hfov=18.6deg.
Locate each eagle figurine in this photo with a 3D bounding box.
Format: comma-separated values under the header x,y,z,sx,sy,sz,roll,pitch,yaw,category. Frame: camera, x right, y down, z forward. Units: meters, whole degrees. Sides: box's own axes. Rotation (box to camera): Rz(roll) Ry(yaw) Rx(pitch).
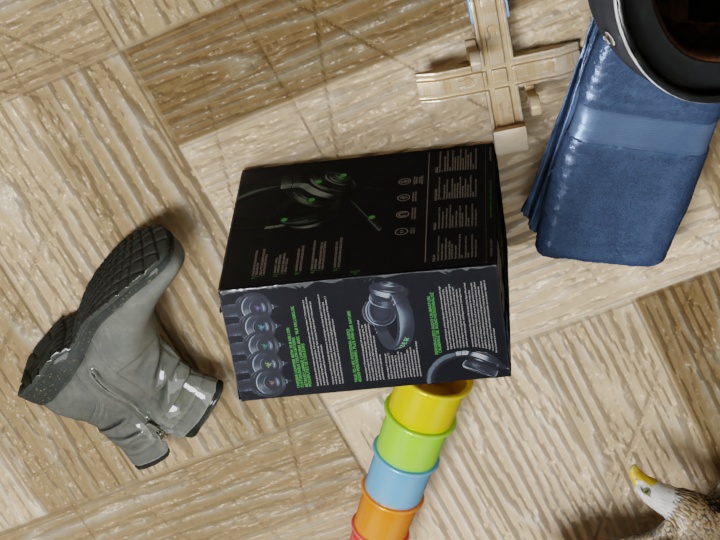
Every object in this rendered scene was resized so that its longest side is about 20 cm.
x,y,z,sx,sy,sz,roll,pitch,yaw,category
0.238,0.207,1.643,0.200,0.152,0.151,-47,73,9,eagle figurine

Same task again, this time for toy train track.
x,y,z,sx,sy,sz,roll,pitch,yaw,category
0.088,-0.166,1.474,0.114,0.033,0.201,-12,117,1,toy train track

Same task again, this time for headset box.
x,y,z,sx,sy,sz,roll,pitch,yaw,category
0.000,0.000,1.505,0.199,0.174,0.093,-6,120,5,headset box

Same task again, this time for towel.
x,y,z,sx,sy,sz,roll,pitch,yaw,category
0.189,-0.098,1.506,0.111,0.049,0.201,8,121,-14,towel

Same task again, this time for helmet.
x,y,z,sx,sy,sz,roll,pitch,yaw,category
0.237,-0.201,1.355,0.190,0.200,0.200,-5,126,38,helmet

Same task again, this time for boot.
x,y,z,sx,sy,sz,roll,pitch,yaw,category
-0.153,0.058,1.622,0.130,0.068,0.200,30,126,-20,boot

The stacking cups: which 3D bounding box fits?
x,y,z,sx,sy,sz,roll,pitch,yaw,category
0.030,0.150,1.673,0.060,0.061,0.200,14,127,-5,stacking cups
